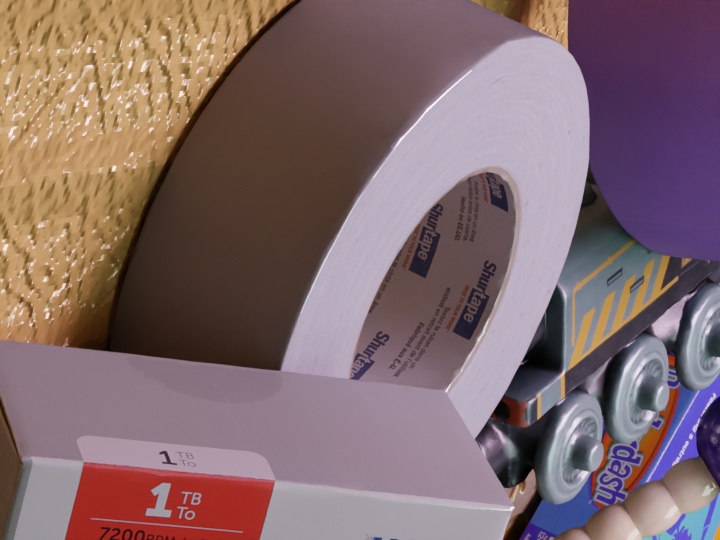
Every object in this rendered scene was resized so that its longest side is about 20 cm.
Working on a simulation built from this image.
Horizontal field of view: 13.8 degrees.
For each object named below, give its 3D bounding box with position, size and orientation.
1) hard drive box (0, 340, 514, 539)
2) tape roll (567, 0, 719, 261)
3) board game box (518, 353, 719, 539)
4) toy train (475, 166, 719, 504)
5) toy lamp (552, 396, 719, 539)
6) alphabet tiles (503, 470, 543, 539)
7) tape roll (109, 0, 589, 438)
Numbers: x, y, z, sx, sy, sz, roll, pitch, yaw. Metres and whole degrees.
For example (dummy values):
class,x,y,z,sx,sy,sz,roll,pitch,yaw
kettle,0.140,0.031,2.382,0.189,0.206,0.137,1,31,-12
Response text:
class,x,y,z,sx,sy,sz,roll,pitch,yaw
hard drive box,-0.060,0.132,0.921,0.156,0.077,0.200,6,114,-20
tape roll,0.167,-0.101,1.155,0.200,0.085,0.200,-15,108,-54
board game box,0.153,0.113,1.384,0.152,0.045,0.200,-59,149,-13
toy train,0.088,0.011,1.201,0.200,0.085,0.114,-34,131,-45
toy lamp,0.076,0.122,1.220,0.200,0.058,0.058,-32,153,1
alphabet tiles,0.076,0.107,1.318,0.200,0.008,0.167,-37,140,-38
tape roll,0.000,0.000,1.020,0.200,0.066,0.200,-46,151,-35
